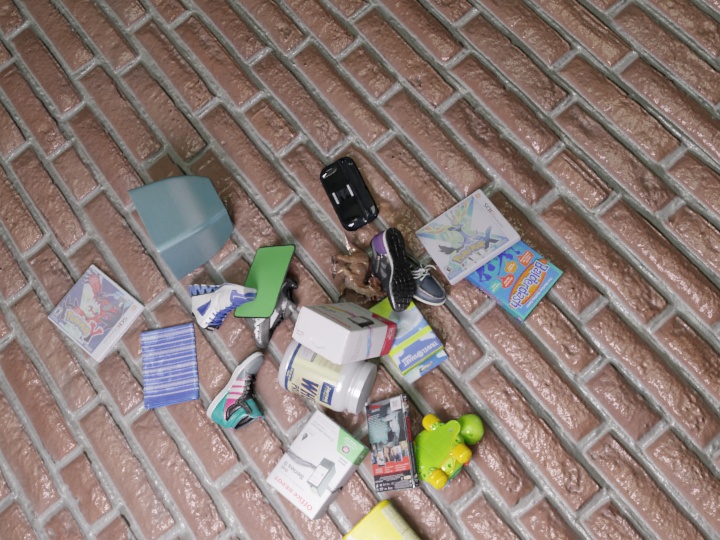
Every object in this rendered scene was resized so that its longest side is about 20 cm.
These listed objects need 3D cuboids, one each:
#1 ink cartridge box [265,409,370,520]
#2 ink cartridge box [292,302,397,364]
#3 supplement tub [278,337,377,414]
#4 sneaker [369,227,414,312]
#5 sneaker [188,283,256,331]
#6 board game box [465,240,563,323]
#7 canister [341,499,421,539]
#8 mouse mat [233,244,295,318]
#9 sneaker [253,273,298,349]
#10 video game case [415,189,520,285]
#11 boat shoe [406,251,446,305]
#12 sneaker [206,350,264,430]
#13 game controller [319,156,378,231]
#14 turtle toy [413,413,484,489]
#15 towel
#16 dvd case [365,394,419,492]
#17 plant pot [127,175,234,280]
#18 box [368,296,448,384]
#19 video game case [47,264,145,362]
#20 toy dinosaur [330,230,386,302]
[{"bbox_3d":[-0.096,0.446,1.577,0.146,0.084,0.200,34,81,17],"label":"ink cartridge box"},{"bbox_3d":[-0.032,0.139,1.573,0.147,0.200,0.086,25,103,31],"label":"ink cartridge box"},{"bbox_3d":[-0.075,0.241,1.605,0.199,0.145,0.146,20,77,14],"label":"supplement tub"},{"bbox_3d":[0.070,0.005,1.647,0.087,0.075,0.201,-21,72,49],"label":"sneaker"},{"bbox_3d":[-0.350,0.094,1.724,0.198,0.080,0.116,-3,81,29],"label":"sneaker"},{"bbox_3d":[0.362,0.005,1.664,0.200,0.045,0.152,39,82,17],"label":"board game box"},{"bbox_3d":[0.072,0.622,1.497,0.148,0.087,0.200,-41,70,-5],"label":"canister"},{"bbox_3d":[-0.240,0.027,1.717,0.160,0.008,0.201,-2,64,45],"label":"mouse mat"},{"bbox_3d":[-0.206,0.102,1.710,0.090,0.067,0.201,9,72,14],"label":"sneaker"},{"bbox_3d":[0.260,-0.085,1.687,0.200,0.022,0.183,-34,54,3],"label":"video game case"},{"bbox_3d":[0.133,0.006,1.683,0.075,0.062,0.200,-31,64,-36],"label":"boat shoe"},{"bbox_3d":[-0.269,0.302,1.647,0.121,0.084,0.200,35,89,22],"label":"sneaker"},{"bbox_3d":[-0.032,-0.202,1.799,0.104,0.042,0.201,-31,70,14],"label":"game controller"},{"bbox_3d":[0.193,0.397,1.537,0.200,0.101,0.146,-44,46,-5],"label":"turtle toy"},{"bbox_3d":[-0.484,0.240,1.733,0.144,0.024,0.201,-11,72,4],"label":"towel"},{"bbox_3d":[0.069,0.392,1.551,0.022,0.146,0.201,5,68,-35],"label":"dvd case"},{"bbox_3d":[-0.442,-0.130,1.761,0.199,0.197,0.196,-29,70,-11],"label":"plant pot"},{"bbox_3d":[0.109,0.156,1.656,0.122,0.048,0.200,-34,70,-2],"label":"box"},{"bbox_3d":[-0.695,0.110,1.806,0.200,0.023,0.183,35,81,17],"label":"video game case"},{"bbox_3d":[0.000,0.000,1.704,0.135,0.086,0.201,-7,66,5],"label":"toy dinosaur"}]
